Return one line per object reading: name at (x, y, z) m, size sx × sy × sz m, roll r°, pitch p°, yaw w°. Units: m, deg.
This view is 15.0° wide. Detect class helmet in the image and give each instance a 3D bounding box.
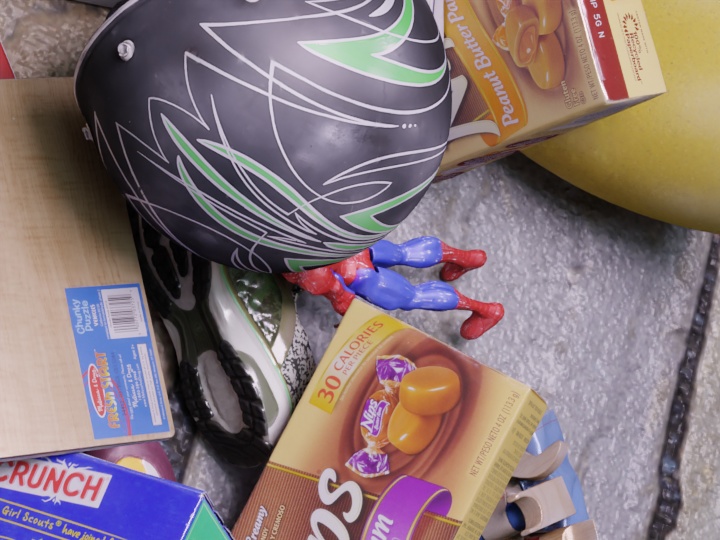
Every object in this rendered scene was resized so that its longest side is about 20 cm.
helmet at (-0.048, -0.094, 1.426) m, size 0.199 × 0.200 × 0.191 m, roll 33°, pitch 34°, yaw -19°

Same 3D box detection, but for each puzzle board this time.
puzzle board at (-0.183, -0.001, 1.403) m, size 0.150 × 0.017 × 0.201 m, roll -5°, pitch 75°, yaw -35°

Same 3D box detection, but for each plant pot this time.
plant pot at (0.163, -0.124, 1.654) m, size 0.141 × 0.200 × 0.202 m, roll 2°, pitch 76°, yaw -2°

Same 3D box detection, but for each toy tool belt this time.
toy tool belt at (0.094, 0.133, 1.569) m, size 0.125 × 0.122 × 0.201 m, roll -18°, pitch 89°, yaw -69°

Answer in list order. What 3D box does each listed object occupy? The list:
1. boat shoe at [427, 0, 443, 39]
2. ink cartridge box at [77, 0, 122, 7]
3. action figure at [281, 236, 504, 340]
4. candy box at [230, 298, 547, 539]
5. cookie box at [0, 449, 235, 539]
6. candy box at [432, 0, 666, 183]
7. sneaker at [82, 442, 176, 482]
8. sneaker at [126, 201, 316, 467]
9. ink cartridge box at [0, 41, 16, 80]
boat shoe at (0.006, -0.184, 1.535) m, size 0.070 × 0.071 × 0.201 m, roll -26°, pitch 123°, yaw -53°
ink cartridge box at (-0.209, -0.245, 1.534) m, size 0.199 × 0.050 × 0.163 m, roll 9°, pitch 74°, yaw -31°
action figure at (0.000, 0.000, 1.562) m, size 0.199 × 0.052 × 0.066 m, roll 17°, pitch 53°, yaw -48°
candy box at (0.004, 0.132, 1.497) m, size 0.116 × 0.056 × 0.201 m, roll 27°, pitch 85°, yaw 18°
cookie box at (-0.179, 0.190, 1.382) m, size 0.201 × 0.170 × 0.075 m, roll -64°, pitch 154°, yaw -24°
candy box at (0.076, -0.127, 1.578) m, size 0.055 × 0.199 × 0.116 m, roll -10°, pitch 84°, yaw -42°
sneaker at (-0.117, 0.178, 1.463) m, size 0.074 × 0.090 × 0.202 m, roll 8°, pitch 76°, yaw -28°
sneaker at (-0.070, 0.006, 1.553) m, size 0.088 × 0.077 × 0.201 m, roll -19°, pitch 94°, yaw -44°
ink cartridge box at (-0.267, -0.038, 1.432) m, size 0.199 × 0.084 × 0.177 m, roll -23°, pitch 91°, yaw -32°
